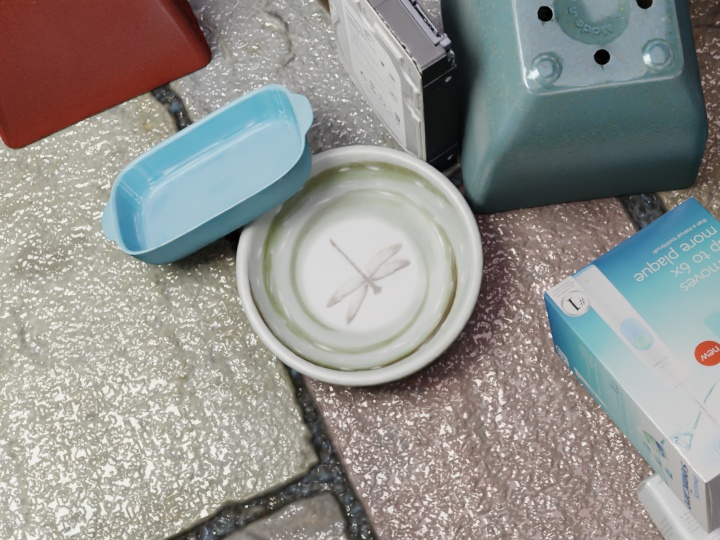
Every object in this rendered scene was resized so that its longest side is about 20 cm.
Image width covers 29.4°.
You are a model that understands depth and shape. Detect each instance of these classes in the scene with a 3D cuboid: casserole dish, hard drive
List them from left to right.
[{"bbox_3d":[-0.118,-0.073,1.116,0.198,0.039,0.122,-29,44,9],"label":"casserole dish"},{"bbox_3d":[0.024,-0.168,1.083,0.038,0.200,0.140,-33,72,-8],"label":"hard drive"}]

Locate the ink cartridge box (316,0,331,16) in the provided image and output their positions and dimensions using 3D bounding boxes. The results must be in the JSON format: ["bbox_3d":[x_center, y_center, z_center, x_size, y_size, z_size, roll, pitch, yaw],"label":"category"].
[{"bbox_3d":[0.005,-0.347,1.188,0.199,0.075,0.166,-37,71,10],"label":"ink cartridge box"}]

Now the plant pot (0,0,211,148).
[{"bbox_3d":[-0.262,-0.258,1.150,0.198,0.177,0.201,-24,71,-5],"label":"plant pot"}]

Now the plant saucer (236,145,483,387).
[{"bbox_3d":[0.000,0.000,1.105,0.197,0.050,0.203,-1,70,3],"label":"plant saucer"}]

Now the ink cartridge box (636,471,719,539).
[{"bbox_3d":[0.326,0.202,1.013,0.161,0.057,0.201,-30,75,-7],"label":"ink cartridge box"}]

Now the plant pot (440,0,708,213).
[{"bbox_3d":[0.168,-0.168,1.056,0.194,0.200,0.199,-7,81,2],"label":"plant pot"}]

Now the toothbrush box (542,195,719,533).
[{"bbox_3d":[0.252,0.066,1.015,0.145,0.086,0.201,-31,53,-7],"label":"toothbrush box"}]
